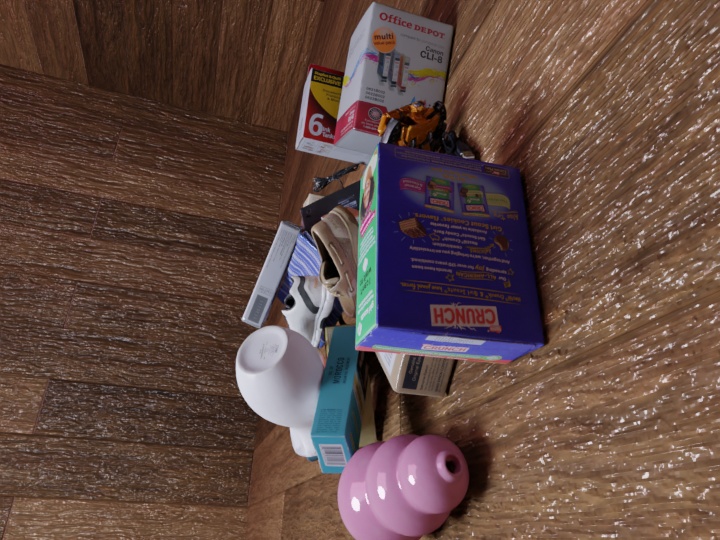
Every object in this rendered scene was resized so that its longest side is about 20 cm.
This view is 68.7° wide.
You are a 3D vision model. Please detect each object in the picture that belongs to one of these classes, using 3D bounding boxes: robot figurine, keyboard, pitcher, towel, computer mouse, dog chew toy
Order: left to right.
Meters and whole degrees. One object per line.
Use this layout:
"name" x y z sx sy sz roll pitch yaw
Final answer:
"pitcher" -0.101 0.157 0.796 0.173 0.119 0.201 -89 -19 -45
"towel" -0.089 0.042 0.950 0.145 0.024 0.201 50 143 17
"keyboard" -0.027 -0.143 1.013 0.021 0.197 0.129 36 -146 -65
"robot figurine" 0.061 -0.161 0.786 0.058 0.144 0.202 40 141 28
"dog chew toy" 0.053 0.250 0.611 0.200 0.123 0.126 -50 33 47
"computer mouse" 0.077 -0.101 0.732 0.199 0.044 0.110 -41 35 14

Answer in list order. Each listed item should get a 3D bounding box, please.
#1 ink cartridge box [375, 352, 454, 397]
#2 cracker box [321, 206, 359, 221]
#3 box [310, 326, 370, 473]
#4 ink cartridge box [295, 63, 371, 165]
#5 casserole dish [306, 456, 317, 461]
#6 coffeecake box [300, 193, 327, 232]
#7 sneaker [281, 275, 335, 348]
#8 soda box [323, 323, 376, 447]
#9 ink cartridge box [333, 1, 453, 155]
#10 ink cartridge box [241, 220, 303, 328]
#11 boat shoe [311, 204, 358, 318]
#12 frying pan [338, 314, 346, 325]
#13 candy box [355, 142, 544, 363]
"ink cartridge box" 0.072 0.050 0.728 0.200 0.074 0.168 -125 45 -70
"cracker box" 0.000 0.000 0.885 0.134 0.057 0.203 -141 32 -74
"box" -0.024 0.179 0.758 0.201 0.048 0.083 -79 -18 -52
"ink cartridge box" -0.012 -0.305 1.007 0.084 0.197 0.179 166 111 -73
"casserole dish" -0.065 0.287 1.005 0.200 0.038 0.123 19 -120 -74
"coffeecake box" -0.050 -0.038 1.082 0.073 0.151 0.204 149 128 -71
"sneaker" -0.097 0.075 0.888 0.074 0.079 0.202 -97 19 -45
"soda box" -0.019 0.194 0.898 0.064 0.066 0.204 143 121 -79
"ink cartridge box" 0.051 -0.304 0.880 0.144 0.143 0.204 -175 94 -75
"ink cartridge box" -0.169 0.001 1.052 0.174 0.043 0.203 -107 40 -84
"boat shoe" -0.032 0.001 0.761 0.071 0.064 0.202 35 148 39
"frying pan" -0.018 0.135 0.993 0.115 0.030 0.194 32 -129 -76
"candy box" 0.084 -0.016 0.539 0.077 0.166 0.203 120 155 -60
